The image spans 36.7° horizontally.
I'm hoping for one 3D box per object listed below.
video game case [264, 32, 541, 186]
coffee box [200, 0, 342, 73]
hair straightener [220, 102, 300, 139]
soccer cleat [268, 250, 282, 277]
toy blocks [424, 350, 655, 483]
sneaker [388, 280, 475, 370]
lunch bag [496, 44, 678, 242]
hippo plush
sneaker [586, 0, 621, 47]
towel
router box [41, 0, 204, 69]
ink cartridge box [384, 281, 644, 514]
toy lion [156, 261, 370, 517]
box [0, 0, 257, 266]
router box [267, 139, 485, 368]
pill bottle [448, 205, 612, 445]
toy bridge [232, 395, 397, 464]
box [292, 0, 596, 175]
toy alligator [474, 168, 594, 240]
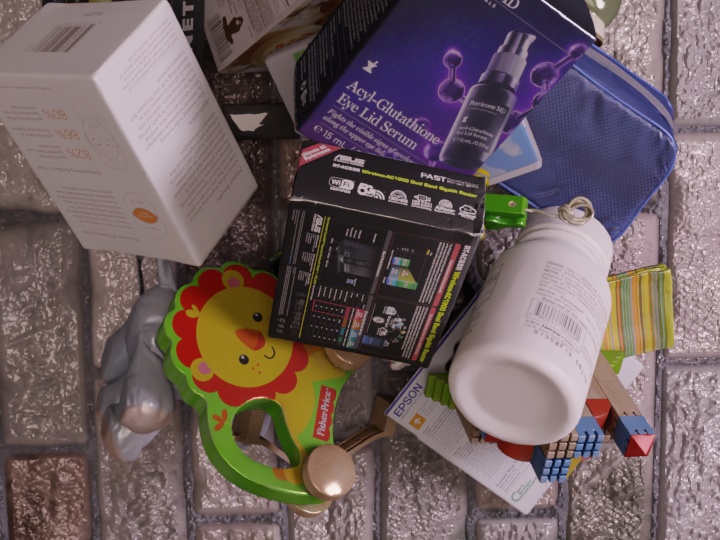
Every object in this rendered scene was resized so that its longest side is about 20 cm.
[{"bbox_3d":[0.039,-0.142,0.962,0.197,0.022,0.184,-18,114,20],"label":"video game case"},{"bbox_3d":[-0.042,-0.252,0.951,0.113,0.199,0.081,-14,83,-43],"label":"coffee box"},{"bbox_3d":[-0.041,-0.139,1.043,0.196,0.077,0.042,4,96,-2],"label":"hair straightener"},{"bbox_3d":[0.000,0.000,1.006,0.198,0.081,0.069,1,104,40],"label":"soccer cleat"},{"bbox_3d":[0.172,0.133,0.988,0.196,0.137,0.101,1,121,-15],"label":"toy blocks"},{"bbox_3d":[0.070,0.000,1.069,0.086,0.074,0.204,1,103,-1],"label":"sneaker"},{"bbox_3d":[0.192,-0.139,1.021,0.199,0.133,0.136,35,118,-4],"label":"lunch bag"},{"bbox_3d":[-0.160,0.095,1.061,0.159,0.159,0.203,14,70,-24],"label":"hippo plush"},{"bbox_3d":[0.166,-0.302,1.036,0.198,0.067,0.091,31,87,-4],"label":"sneaker"},{"bbox_3d":[0.211,0.057,1.050,0.197,0.018,0.087,-14,107,-7],"label":"towel"},{"bbox_3d":[-0.216,-0.271,0.983,0.155,0.052,0.203,15,112,26],"label":"router box"},{"bbox_3d":[0.152,0.113,1.084,0.199,0.043,0.197,37,96,-17],"label":"ink cartridge box"},{"bbox_3d":[-0.091,0.095,0.960,0.189,0.069,0.203,20,55,-17],"label":"toy lion"},{"bbox_3d":[-0.205,-0.118,0.938,0.150,0.107,0.202,8,139,33],"label":"box"},{"bbox_3d":[0.008,-0.007,0.892,0.147,0.201,0.063,12,53,-3],"label":"router box"},{"bbox_3d":[0.156,0.040,0.940,0.113,0.201,0.116,15,136,15],"label":"pill bottle"},{"bbox_3d":[-0.045,0.158,1.052,0.198,0.027,0.068,4,104,-42],"label":"toy bridge"},{"bbox_3d":[0.059,-0.171,0.847,0.147,0.105,0.200,26,124,-24],"label":"box"},{"bbox_3d":[0.104,-0.054,0.958,0.196,0.054,0.060,7,76,5],"label":"toy alligator"}]
